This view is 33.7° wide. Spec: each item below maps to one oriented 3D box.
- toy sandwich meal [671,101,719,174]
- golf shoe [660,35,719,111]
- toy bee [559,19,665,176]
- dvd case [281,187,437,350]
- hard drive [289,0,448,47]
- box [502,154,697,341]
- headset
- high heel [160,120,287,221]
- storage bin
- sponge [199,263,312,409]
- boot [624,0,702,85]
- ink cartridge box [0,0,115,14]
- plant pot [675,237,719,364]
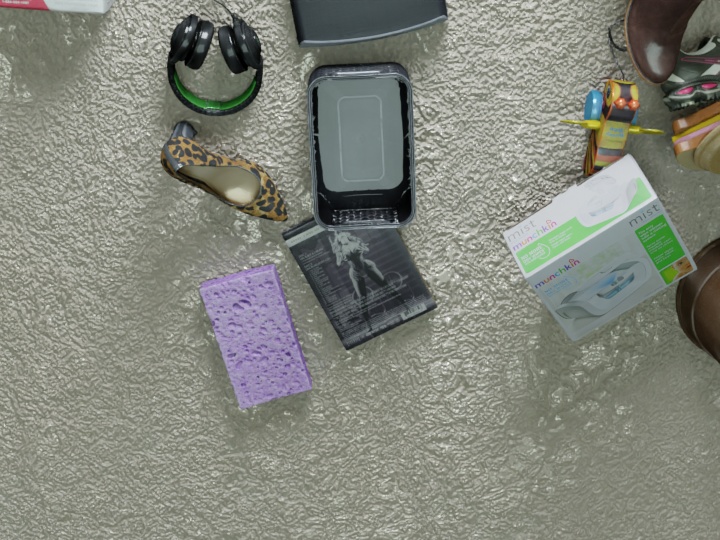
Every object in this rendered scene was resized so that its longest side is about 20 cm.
[{"bbox_3d":[0.502,-0.191,1.527,0.204,0.205,0.071,-22,68,8],"label":"toy sandwich meal"},{"bbox_3d":[0.482,-0.265,1.536,0.198,0.077,0.089,-10,87,-12],"label":"golf shoe"},{"bbox_3d":[0.323,-0.205,1.541,0.130,0.109,0.202,-13,113,6],"label":"toy bee"},{"bbox_3d":[0.000,0.000,1.671,0.148,0.016,0.201,-25,111,9],"label":"dvd case"},{"bbox_3d":[0.007,-0.355,1.503,0.198,0.042,0.136,-10,114,3],"label":"hard drive"},{"bbox_3d":[0.320,-0.029,1.594,0.199,0.097,0.177,-31,136,11],"label":"box"},{"bbox_3d":[-0.183,-0.297,1.522,0.122,0.094,0.201,3,129,-7],"label":"headset"},{"bbox_3d":[-0.176,-0.107,1.552,0.200,0.143,0.071,38,108,-16],"label":"high heel"},{"bbox_3d":[0.002,-0.162,1.551,0.134,0.094,0.202,-3,108,0],"label":"storage bin"},{"bbox_3d":[-0.148,0.096,1.702,0.110,0.030,0.202,-14,113,5],"label":"sponge"},{"bbox_3d":[0.379,-0.323,1.423,0.072,0.166,0.202,-3,100,-10],"label":"boot"},{"bbox_3d":[-0.375,-0.421,1.443,0.146,0.086,0.202,3,115,-3],"label":"ink cartridge box"},{"bbox_3d":[0.553,0.073,1.618,0.198,0.199,0.202,-1,113,-1],"label":"plant pot"}]
